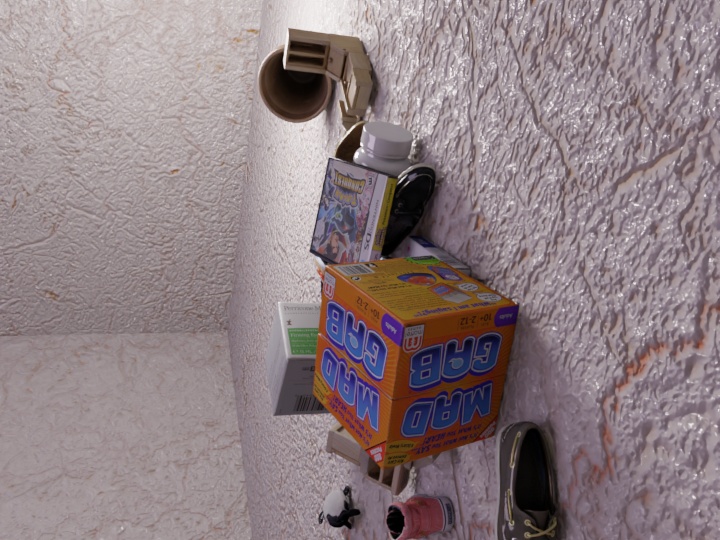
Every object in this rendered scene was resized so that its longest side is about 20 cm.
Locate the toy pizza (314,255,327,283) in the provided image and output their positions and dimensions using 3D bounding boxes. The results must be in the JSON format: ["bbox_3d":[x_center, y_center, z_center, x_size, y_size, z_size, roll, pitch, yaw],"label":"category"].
[{"bbox_3d":[-0.041,0.053,1.443,0.202,0.032,0.200,52,180,0],"label":"toy pizza"}]

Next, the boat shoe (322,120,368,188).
[{"bbox_3d":[-0.029,-0.258,1.515,0.201,0.072,0.064,-51,24,37],"label":"boat shoe"}]

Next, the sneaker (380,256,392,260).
[{"bbox_3d":[0.014,0.021,1.260,0.198,0.077,0.092,-14,54,59],"label":"sneaker"}]

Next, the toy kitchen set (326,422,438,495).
[{"bbox_3d":[0.054,0.331,1.146,0.160,0.199,0.186,18,111,26],"label":"toy kitchen set"}]

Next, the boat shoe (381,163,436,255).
[{"bbox_3d":[0.074,-0.097,1.177,0.200,0.073,0.068,-48,33,44],"label":"boat shoe"}]

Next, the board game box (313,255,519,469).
[{"bbox_3d":[0.069,0.114,0.956,0.199,0.195,0.206,33,122,51],"label":"board game box"}]

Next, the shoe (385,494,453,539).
[{"bbox_3d":[0.079,0.420,1.159,0.200,0.088,0.074,129,138,-62],"label":"shoe"}]

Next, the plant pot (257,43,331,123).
[{"bbox_3d":[-0.168,-0.525,1.841,0.176,0.194,0.205,-87,8,-58],"label":"plant pot"}]

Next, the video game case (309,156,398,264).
[{"bbox_3d":[-0.018,-0.095,1.213,0.198,0.025,0.186,27,108,52],"label":"video game case"}]

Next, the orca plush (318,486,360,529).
[{"bbox_3d":[-0.035,0.569,1.598,0.106,0.071,0.200,-49,5,-27],"label":"orca plush"}]

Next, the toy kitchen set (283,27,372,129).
[{"bbox_3d":[-0.082,-0.410,1.537,0.203,0.175,0.166,-102,21,-44],"label":"toy kitchen set"}]

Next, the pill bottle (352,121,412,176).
[{"bbox_3d":[0.034,-0.164,1.277,0.115,0.110,0.205,-118,33,-55],"label":"pill bottle"}]

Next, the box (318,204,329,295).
[{"bbox_3d":[-0.078,-0.047,1.649,0.161,0.042,0.206,-103,12,-74],"label":"box"}]

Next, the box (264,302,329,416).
[{"bbox_3d":[-0.105,0.203,1.568,0.174,0.193,0.203,-108,27,-44],"label":"box"}]

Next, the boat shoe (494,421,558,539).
[{"bbox_3d":[0.201,0.285,0.814,0.060,0.070,0.208,126,145,-68],"label":"boat shoe"}]

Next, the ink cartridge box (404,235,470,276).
[{"bbox_3d":[0.114,0.065,1.141,0.196,0.042,0.206,-137,51,-66],"label":"ink cartridge box"}]
